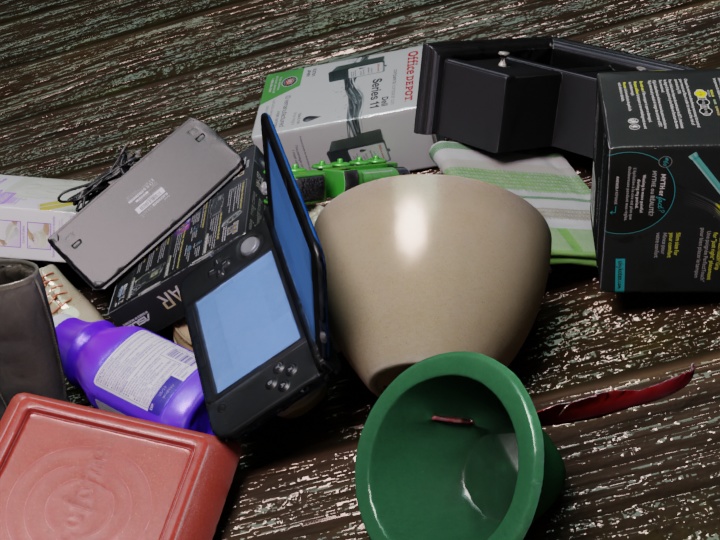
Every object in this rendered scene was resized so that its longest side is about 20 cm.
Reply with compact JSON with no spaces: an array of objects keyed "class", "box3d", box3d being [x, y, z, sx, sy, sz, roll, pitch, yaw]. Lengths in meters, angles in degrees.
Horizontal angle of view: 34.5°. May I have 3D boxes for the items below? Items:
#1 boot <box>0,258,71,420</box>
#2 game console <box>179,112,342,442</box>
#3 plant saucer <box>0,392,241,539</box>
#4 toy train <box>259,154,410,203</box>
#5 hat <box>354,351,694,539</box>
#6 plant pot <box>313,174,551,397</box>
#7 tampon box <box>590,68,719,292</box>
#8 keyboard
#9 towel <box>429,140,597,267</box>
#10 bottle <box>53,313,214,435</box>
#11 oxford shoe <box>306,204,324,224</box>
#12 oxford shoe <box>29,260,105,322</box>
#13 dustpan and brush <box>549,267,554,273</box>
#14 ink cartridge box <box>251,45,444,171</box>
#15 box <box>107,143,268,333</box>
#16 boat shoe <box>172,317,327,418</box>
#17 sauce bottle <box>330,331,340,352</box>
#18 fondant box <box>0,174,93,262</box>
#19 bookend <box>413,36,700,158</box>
[{"class":"boot","box3d":[-0.324,0.087,0.999,0.181,0.200,0.073,-8,37,14]},{"class":"game console","box3d":[-0.093,0.004,0.936,0.170,0.118,0.200,-34,42,11]},{"class":"plant saucer","box3d":[-0.213,0.185,0.883,0.199,0.037,0.200,11,51,7]},{"class":"toy train","box3d":[-0.020,-0.090,1.174,0.056,0.042,0.200,8,13,39]},{"class":"hat","box3d":[0.124,0.152,0.869,0.200,0.176,0.166,-16,68,42]},{"class":"plant pot","box3d":[0.055,0.034,0.940,0.200,0.200,0.135,-5,60,17]},{"class":"tampon box","box3d":[0.298,-0.075,0.964,0.199,0.150,0.126,0,38,6]},{"class":"keyboard","box3d":[-0.218,-0.073,1.161,0.200,0.040,0.104,-42,81,-17]},{"class":"towel","box3d":[0.158,-0.060,1.093,0.149,0.031,0.200,2,34,-18]},{"class":"bottle","box3d":[-0.205,0.093,1.035,0.200,0.065,0.084,20,52,30]},{"class":"oxford shoe","box3d":[-0.102,-0.015,1.170,0.200,0.058,0.075,-12,39,34]},{"class":"oxford shoe","box3d":[-0.309,0.040,1.165,0.071,0.074,0.200,-37,39,-24]},{"class":"dustpan and brush","box3d":[0.060,-0.023,1.058,0.200,0.057,0.140,-17,32,-24]},{"class":"ink cartridge box","box3d":[-0.009,-0.172,1.309,0.199,0.083,0.147,-9,37,11]},{"class":"box","box3d":[-0.162,-0.031,1.153,0.160,0.044,0.200,-30,27,14]},{"class":"boat shoe","box3d":[-0.108,0.063,1.051,0.200,0.069,0.074,22,51,42]},{"class":"sauce bottle","box3d":[0.000,0.000,1.096,0.065,0.065,0.200,2,42,25]},{"class":"fondant box","box3d":[-0.341,-0.057,1.237,0.199,0.058,0.144,3,16,0]},{"class":"bookend","box3d":[0.193,-0.166,1.140,0.200,0.092,0.199,-12,26,-39]}]
